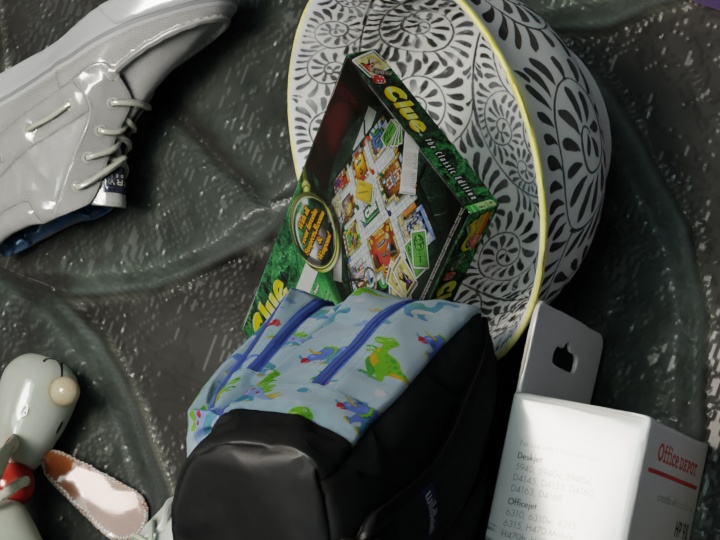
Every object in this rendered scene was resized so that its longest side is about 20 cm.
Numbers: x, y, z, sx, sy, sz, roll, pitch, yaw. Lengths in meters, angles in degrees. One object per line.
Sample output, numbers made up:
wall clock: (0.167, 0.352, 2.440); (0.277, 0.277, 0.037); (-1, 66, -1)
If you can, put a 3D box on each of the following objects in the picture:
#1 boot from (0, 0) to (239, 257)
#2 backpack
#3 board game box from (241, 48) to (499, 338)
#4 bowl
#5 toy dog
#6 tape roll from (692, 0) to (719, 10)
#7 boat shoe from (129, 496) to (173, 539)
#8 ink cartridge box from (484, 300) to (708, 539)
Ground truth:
boot: (-0.135, -0.080, 1.232); (0.199, 0.073, 0.096); (-27, 75, 27)
backpack: (-0.005, 0.086, 0.990); (0.153, 0.200, 0.164); (14, 125, 33)
board game box: (0.000, 0.000, 1.103); (0.105, 0.023, 0.201); (51, 142, 24)
bowl: (0.058, -0.060, 1.096); (0.200, 0.094, 0.202); (32, 131, 46)
toy dog: (-0.172, 0.142, 1.178); (0.096, 0.131, 0.202); (-12, 83, 46)
tape roll: (0.173, -0.175, 1.022); (0.199, 0.200, 0.086); (20, 89, 27)
boat shoe: (-0.087, 0.154, 1.121); (0.074, 0.066, 0.202); (44, 119, 58)
ink cartridge box: (0.104, 0.125, 1.041); (0.066, 0.116, 0.202); (10, 84, 23)
